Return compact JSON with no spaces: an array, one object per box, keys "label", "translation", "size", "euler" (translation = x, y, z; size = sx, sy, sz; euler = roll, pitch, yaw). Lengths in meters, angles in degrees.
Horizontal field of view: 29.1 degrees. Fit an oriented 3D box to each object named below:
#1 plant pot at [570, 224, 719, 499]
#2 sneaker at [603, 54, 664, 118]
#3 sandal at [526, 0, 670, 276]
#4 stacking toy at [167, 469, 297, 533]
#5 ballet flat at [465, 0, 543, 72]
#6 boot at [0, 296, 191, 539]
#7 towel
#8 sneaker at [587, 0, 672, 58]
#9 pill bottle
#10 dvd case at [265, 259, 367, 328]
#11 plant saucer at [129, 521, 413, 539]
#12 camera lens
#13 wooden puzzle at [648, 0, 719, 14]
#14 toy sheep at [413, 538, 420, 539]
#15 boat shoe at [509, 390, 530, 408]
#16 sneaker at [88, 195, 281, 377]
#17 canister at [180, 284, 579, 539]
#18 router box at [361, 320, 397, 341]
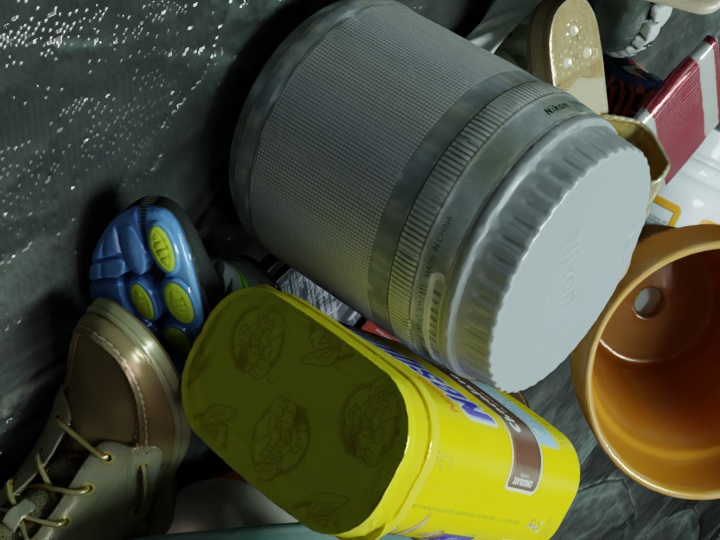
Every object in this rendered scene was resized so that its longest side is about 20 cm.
[{"label":"plant pot","translation":[0.252,0.049,1.097],"size":[0.184,0.198,0.202],"euler":[-106,-140,-72]},{"label":"sneaker","translation":[0.206,-0.133,1.081],"size":[0.199,0.078,0.076],"euler":[-5,122,-57]},{"label":"sandal","translation":[0.164,-0.073,0.900],"size":[0.077,0.069,0.214],"euler":[-36,122,-32]},{"label":"stacking toy","translation":[-0.039,0.164,0.966],"size":[0.200,0.145,0.148],"euler":[-47,155,-53]},{"label":"ballet flat","translation":[0.098,-0.139,0.915],"size":[0.200,0.069,0.070],"euler":[-44,150,-24]},{"label":"boot","translation":[-0.169,0.120,0.737],"size":[0.155,0.073,0.201],"euler":[-36,154,-35]},{"label":"towel","translation":[0.195,-0.070,1.024],"size":[0.200,0.023,0.144],"euler":[-49,158,-2]},{"label":"sneaker","translation":[0.168,-0.195,0.896],"size":[0.200,0.089,0.067],"euler":[144,-34,-80]},{"label":"pill bottle","translation":[0.259,-0.037,1.227],"size":[0.111,0.110,0.202],"euler":[3,116,-59]},{"label":"dvd case","translation":[0.000,0.000,0.947],"size":[0.200,0.016,0.150],"euler":[-44,149,-26]},{"label":"plant saucer","translation":[-0.055,0.159,0.764],"size":[0.199,0.198,0.037],"euler":[15,66,-61]},{"label":"camera lens","translation":[0.038,-0.046,0.767],"size":[0.160,0.199,0.161],"euler":[-38,147,-31]},{"label":"wooden puzzle","translation":[0.140,-0.261,0.759],"size":[0.046,0.183,0.202],"euler":[-62,166,-58]},{"label":"toy sheep","translation":[0.064,0.233,1.168],"size":[0.199,0.137,0.139],"euler":[-35,145,-27]},{"label":"boat shoe","translation":[0.051,0.106,0.940],"size":[0.198,0.072,0.068],"euler":[-7,144,-42]},{"label":"sneaker","translation":[-0.091,0.016,0.781],"size":[0.200,0.070,0.084],"euler":[65,42,-56]},{"label":"canister","translation":[0.018,0.087,0.755],"size":[0.199,0.148,0.087],"euler":[22,98,-54]},{"label":"router box","translation":[0.082,0.031,1.056],"size":[0.180,0.049,0.200],"euler":[-51,158,-13]}]
